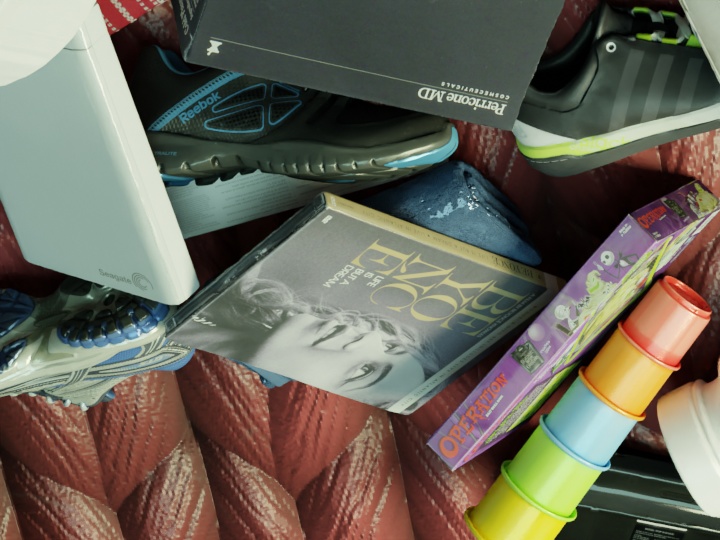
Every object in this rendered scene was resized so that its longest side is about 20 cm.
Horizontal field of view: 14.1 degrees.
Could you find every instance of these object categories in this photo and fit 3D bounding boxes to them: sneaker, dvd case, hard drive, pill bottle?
[{"bbox_3d":[-0.190,0.055,1.785,0.199,0.077,0.085,-12,142,25],"label":"sneaker"},{"bbox_3d":[0.005,0.024,1.731,0.200,0.016,0.149,19,135,-40],"label":"dvd case"},{"bbox_3d":[-0.173,-0.077,1.674,0.132,0.027,0.200,16,138,37],"label":"hard drive"},{"bbox_3d":[0.288,0.074,1.781,0.200,0.111,0.111,-26,120,16],"label":"pill bottle"},{"bbox_3d":[0.167,-0.120,1.677,0.200,0.072,0.083,-23,118,14],"label":"sneaker"},{"bbox_3d":[-0.043,-0.091,1.672,0.199,0.073,0.082,1,85,12],"label":"sneaker"}]

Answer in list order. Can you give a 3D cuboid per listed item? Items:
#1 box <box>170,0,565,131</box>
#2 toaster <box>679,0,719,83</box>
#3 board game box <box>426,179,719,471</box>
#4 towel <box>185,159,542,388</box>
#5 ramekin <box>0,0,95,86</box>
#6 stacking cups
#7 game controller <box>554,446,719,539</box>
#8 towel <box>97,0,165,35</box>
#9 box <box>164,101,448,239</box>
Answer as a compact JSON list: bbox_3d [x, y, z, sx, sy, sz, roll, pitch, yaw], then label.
[{"bbox_3d":[0.016,-0.195,1.593,0.199,0.104,0.182,12,122,-18],"label":"box"},{"bbox_3d":[0.249,-0.206,1.555,0.200,0.181,0.119,-28,118,18],"label":"toaster"},{"bbox_3d":[0.129,0.032,1.753,0.032,0.120,0.200,44,116,7],"label":"board game box"},{"bbox_3d":[0.000,0.000,1.753,0.200,0.049,0.112,-25,146,19],"label":"towel"},{"bbox_3d":[-0.227,-0.189,1.561,0.200,0.201,0.098,-36,159,21],"label":"ramekin"},{"bbox_3d":[0.144,0.094,1.797,0.060,0.061,0.200,30,110,-18],"label":"stacking cups"},{"bbox_3d":[0.193,0.163,1.891,0.199,0.042,0.104,12,137,-7],"label":"game controller"},{"bbox_3d":[-0.159,-0.202,1.652,0.200,0.023,0.145,-29,121,20],"label":"towel"},{"bbox_3d":[-0.047,-0.061,1.735,0.199,0.039,0.042,-16,123,10],"label":"box"}]
